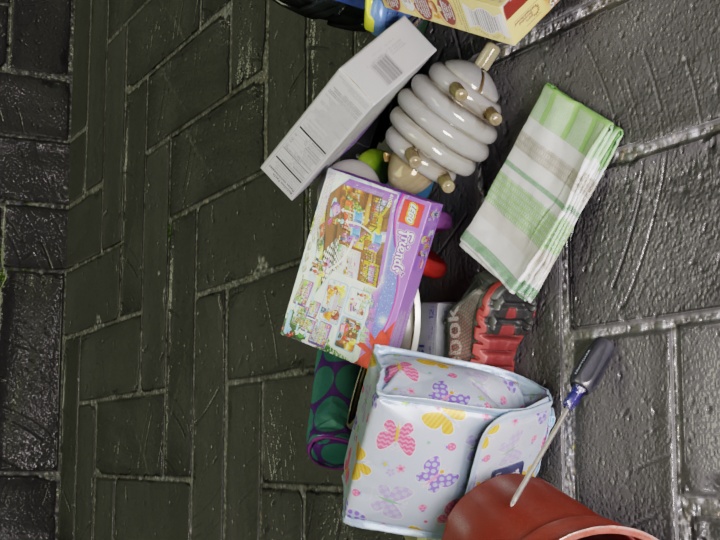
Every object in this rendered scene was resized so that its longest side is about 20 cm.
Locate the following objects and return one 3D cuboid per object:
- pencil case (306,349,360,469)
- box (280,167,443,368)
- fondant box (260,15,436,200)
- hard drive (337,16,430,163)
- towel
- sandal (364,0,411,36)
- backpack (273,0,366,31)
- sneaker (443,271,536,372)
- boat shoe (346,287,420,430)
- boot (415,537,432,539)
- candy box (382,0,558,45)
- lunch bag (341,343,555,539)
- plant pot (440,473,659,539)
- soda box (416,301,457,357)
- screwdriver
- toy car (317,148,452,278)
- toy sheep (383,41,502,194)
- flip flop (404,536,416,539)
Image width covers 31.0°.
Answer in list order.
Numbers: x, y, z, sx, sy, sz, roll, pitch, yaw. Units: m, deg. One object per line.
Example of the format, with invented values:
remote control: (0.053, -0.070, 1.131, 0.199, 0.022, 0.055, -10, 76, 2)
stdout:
pencil case: (-0.018, 0.153, 1.656, 0.085, 0.092, 0.202, -23, 42, 33)
box: (0.000, 0.000, 1.470, 0.136, 0.039, 0.202, 20, 98, 25)
fondant box: (-0.015, -0.184, 1.480, 0.058, 0.144, 0.200, 46, 138, -1)
hard drive: (0.033, -0.237, 1.628, 0.140, 0.037, 0.201, -58, -8, -58)
towel: (0.180, -0.085, 1.350, 0.202, 0.030, 0.149, -64, 33, 13)
sandal: (0.075, -0.340, 1.510, 0.087, 0.200, 0.080, 32, 153, 15)
backpack: (-0.029, -0.409, 1.722, 0.200, 0.161, 0.170, 35, 114, 61)
sneaker: (0.129, 0.091, 1.432, 0.098, 0.070, 0.203, 45, 124, 56)
boat shoe: (0.027, 0.099, 1.514, 0.072, 0.060, 0.204, -121, 37, -65)
boot: (0.112, 0.374, 1.431, 0.154, 0.071, 0.203, 26, 109, 59)
candy box: (0.120, -0.316, 1.391, 0.199, 0.115, 0.056, 27, 153, 41)
lunch bag: (0.092, 0.187, 1.349, 0.127, 0.197, 0.171, -96, 19, -64)
plant pot: (0.173, 0.292, 1.203, 0.195, 0.198, 0.203, -142, 60, -69)
soda box: (0.097, 0.138, 1.497, 0.068, 0.063, 0.203, 176, 97, -66)
screwdriver: (0.186, 0.141, 1.229, 0.029, 0.200, 0.028, 18, 148, 39)
toy car: (0.039, -0.045, 1.569, 0.148, 0.174, 0.203, 4, 91, 28)
toy sheep: (0.098, -0.169, 1.471, 0.201, 0.137, 0.138, -51, 37, 12)
flip flop: (0.042, 0.280, 1.594, 0.201, 0.057, 0.082, 61, 139, 48)
